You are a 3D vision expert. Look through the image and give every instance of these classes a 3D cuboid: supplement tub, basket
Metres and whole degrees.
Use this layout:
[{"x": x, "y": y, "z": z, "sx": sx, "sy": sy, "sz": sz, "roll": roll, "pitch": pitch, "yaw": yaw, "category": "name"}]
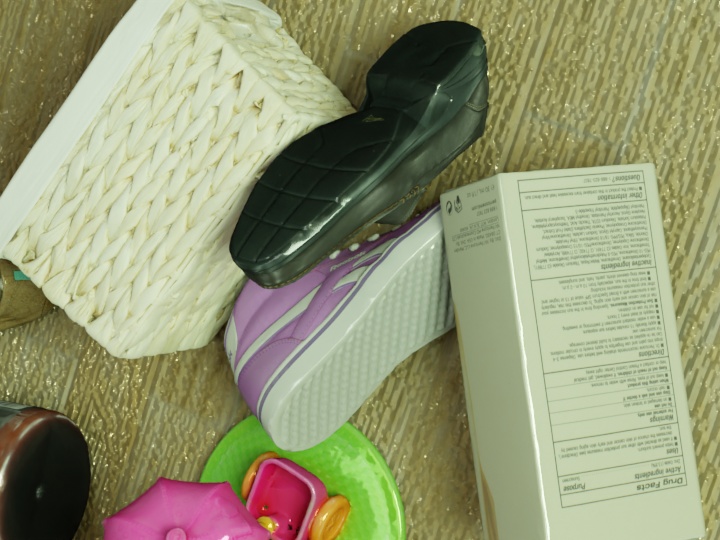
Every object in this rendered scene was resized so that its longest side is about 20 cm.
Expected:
[{"x": -0.285, "y": 0.132, "z": 1.016, "sx": 0.198, "sy": 0.107, "sz": 0.108, "roll": 6, "pitch": 92, "yaw": 26, "category": "supplement tub"}, {"x": -0.105, "y": -0.056, "z": 0.919, "sx": 0.123, "sy": 0.135, "sz": 0.201, "roll": 44, "pitch": 107, "yaw": 15, "category": "basket"}]

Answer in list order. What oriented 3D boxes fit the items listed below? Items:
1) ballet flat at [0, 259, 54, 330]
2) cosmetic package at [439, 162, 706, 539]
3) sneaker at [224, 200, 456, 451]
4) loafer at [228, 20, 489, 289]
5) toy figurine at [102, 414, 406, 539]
[{"x": -0.294, "y": 0.027, "z": 1.041, "sx": 0.198, "sy": 0.072, "sz": 0.069, "roll": -14, "pitch": 83, "yaw": 25, "category": "ballet flat"}, {"x": 0.112, "y": 0.049, "z": 0.818, "sx": 0.071, "sy": 0.104, "sz": 0.203, "roll": 165, "pitch": 100, "yaw": -65, "category": "cosmetic package"}, {"x": 0.000, "y": 0.000, "z": 0.901, "sx": 0.200, "sy": 0.073, "sz": 0.114, "roll": -39, "pitch": 44, "yaw": 1, "category": "sneaker"}, {"x": 0.010, "y": -0.051, "z": 0.838, "sx": 0.072, "sy": 0.073, "sz": 0.200, "roll": 20, "pitch": 55, "yaw": 43, "category": "loafer"}, {"x": -0.087, "y": 0.182, "z": 0.877, "sx": 0.149, "sy": 0.184, "sz": 0.202, "roll": 29, "pitch": 102, "yaw": 23, "category": "toy figurine"}]
